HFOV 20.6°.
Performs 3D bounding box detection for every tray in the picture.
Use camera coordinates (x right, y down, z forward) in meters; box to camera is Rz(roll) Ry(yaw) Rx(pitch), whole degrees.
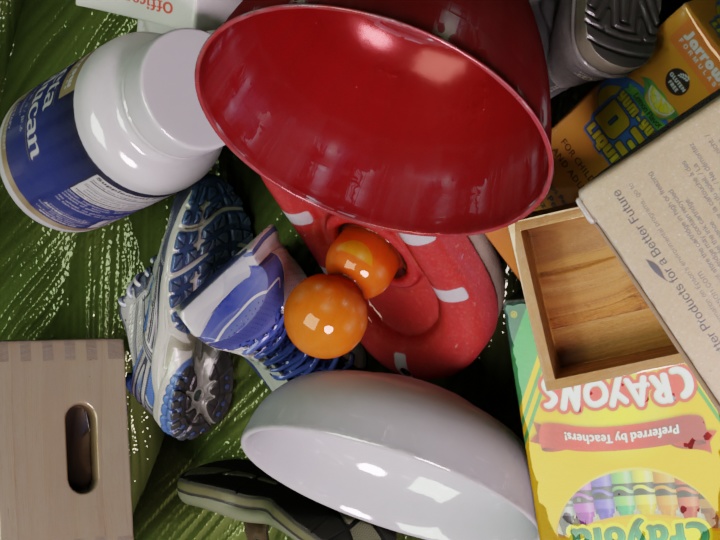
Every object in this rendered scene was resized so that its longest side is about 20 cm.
[{"bbox_3d":[0.191,-0.003,1.097,0.199,0.037,0.099,-12,96,14],"label":"tray"}]

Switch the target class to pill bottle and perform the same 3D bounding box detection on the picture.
[{"bbox_3d":[-0.160,-0.099,1.348,0.200,0.111,0.111,-19,90,54],"label":"pill bottle"}]

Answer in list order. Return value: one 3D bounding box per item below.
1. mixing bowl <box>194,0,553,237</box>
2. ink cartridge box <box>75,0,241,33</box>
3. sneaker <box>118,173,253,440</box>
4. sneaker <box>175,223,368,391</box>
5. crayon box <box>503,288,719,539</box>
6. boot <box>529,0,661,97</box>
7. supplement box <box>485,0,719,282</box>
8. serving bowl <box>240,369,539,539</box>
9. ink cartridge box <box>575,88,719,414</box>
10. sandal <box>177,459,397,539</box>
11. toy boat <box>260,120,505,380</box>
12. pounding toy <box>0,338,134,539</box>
[{"bbox_3d":[0.022,-0.117,1.068,0.200,0.109,0.200,16,152,9],"label":"mixing bowl"},{"bbox_3d":[-0.130,-0.231,1.339,0.116,0.067,0.201,17,113,35],"label":"ink cartridge box"},{"bbox_3d":[-0.137,0.019,1.412,0.085,0.077,0.201,28,118,36],"label":"sneaker"},{"bbox_3d":[-0.046,0.039,1.293,0.081,0.199,0.115,-42,87,3],"label":"sneaker"},{"bbox_3d":[0.165,0.105,1.176,0.127,0.051,0.201,-7,99,22],"label":"crayon box"},{"bbox_3d":[0.103,-0.164,1.164,0.200,0.072,0.182,-24,47,63],"label":"boot"},{"bbox_3d":[0.154,-0.075,1.147,0.200,0.069,0.067,-45,75,35],"label":"supplement box"},{"bbox_3d":[0.027,0.111,1.250,0.200,0.200,0.066,1,64,40],"label":"serving bowl"},{"bbox_3d":[0.235,-0.006,1.031,0.165,0.075,0.200,-33,92,15],"label":"ink cartridge box"},{"bbox_3d":[-0.049,0.180,1.382,0.201,0.080,0.058,13,106,47],"label":"sandal"},{"bbox_3d":[0.000,0.000,1.217,0.130,0.131,0.200,10,145,42],"label":"toy boat"},{"bbox_3d":[-0.229,0.159,1.478,0.184,0.142,0.201,-17,76,63],"label":"pounding toy"}]
